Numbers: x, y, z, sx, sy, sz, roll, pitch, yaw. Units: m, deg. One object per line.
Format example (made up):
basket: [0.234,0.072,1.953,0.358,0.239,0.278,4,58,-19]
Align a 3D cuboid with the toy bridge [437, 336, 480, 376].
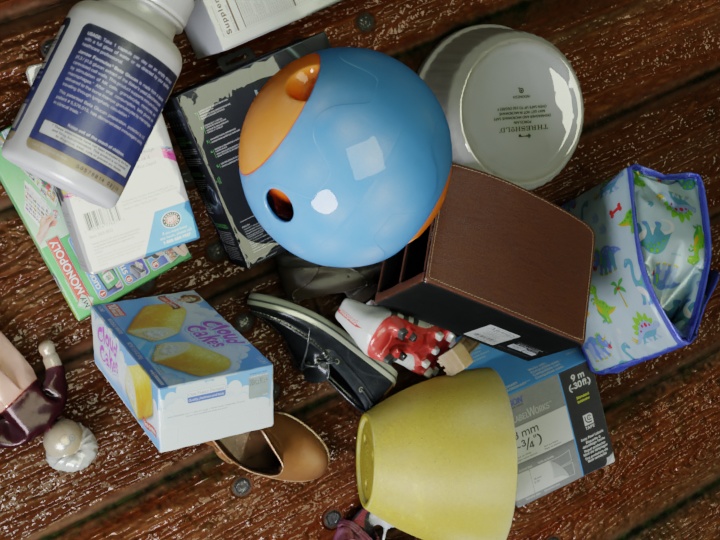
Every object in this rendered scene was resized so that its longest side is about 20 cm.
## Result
toy bridge: [0.154,0.057,1.278,0.199,0.067,0.027,-37,88,-35]

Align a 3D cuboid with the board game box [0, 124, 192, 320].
board game box: [-0.274,-0.071,1.143,0.134,0.029,0.202,-29,105,-16]

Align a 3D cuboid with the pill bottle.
pill bottle: [-0.225,-0.167,1.006,0.110,0.111,0.202,27,84,-22]

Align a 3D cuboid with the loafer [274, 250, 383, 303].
loafer: [0.000,0.000,1.245,0.197,0.073,0.072,-1,113,-14]

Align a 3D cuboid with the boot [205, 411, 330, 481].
boot: [-0.098,0.183,1.170,0.199,0.154,0.074,27,85,-21]

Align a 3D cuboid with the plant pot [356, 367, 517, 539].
plant pot: [0.072,0.205,1.231,0.140,0.200,0.203,2,95,-11]

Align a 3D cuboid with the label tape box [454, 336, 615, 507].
label tape box: [0.206,0.155,1.338,0.143,0.063,0.202,-20,103,-19]

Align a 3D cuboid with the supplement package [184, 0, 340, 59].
supplement package: [-0.089,-0.307,1.151,0.199,0.109,0.115,-27,104,-18]

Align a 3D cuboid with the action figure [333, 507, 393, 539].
action figure: [-0.009,0.344,1.271,0.134,0.148,0.202,34,61,-50]

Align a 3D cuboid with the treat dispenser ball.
treat dispenser ball: [-0.014,-0.104,1.051,0.199,0.201,0.204,-2,96,-21]

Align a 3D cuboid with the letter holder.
letter holder: [0.134,-0.010,1.182,0.198,0.100,0.144,21,67,-23]

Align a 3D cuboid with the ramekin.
ramekin: [0.159,-0.177,1.271,0.200,0.094,0.205,-2,95,-22]

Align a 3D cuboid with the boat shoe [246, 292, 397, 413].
boat shoe: [-0.045,0.089,1.227,0.199,0.074,0.063,37,76,-26]

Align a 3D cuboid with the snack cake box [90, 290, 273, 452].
snack cake box: [-0.175,0.090,1.095,0.114,0.200,0.068,-11,115,-28]

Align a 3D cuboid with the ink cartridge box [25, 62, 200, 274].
ink cartridge box: [-0.244,-0.111,1.100,0.114,0.068,0.202,-20,102,-20]

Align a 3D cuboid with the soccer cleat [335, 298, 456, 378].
soccer cleat: [0.041,0.068,1.234,0.069,0.085,0.200,-58,154,8]

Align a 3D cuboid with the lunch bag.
lunch bag: [0.309,0.005,1.280,0.126,0.170,0.202,6,71,-20]

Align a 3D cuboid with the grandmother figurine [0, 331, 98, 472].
grandmother figurine: [-0.340,0.125,1.122,0.121,0.061,0.200,-44,106,-3]

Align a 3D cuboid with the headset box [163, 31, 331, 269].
headset box: [-0.091,-0.131,1.176,0.173,0.093,0.202,-28,104,-17]
